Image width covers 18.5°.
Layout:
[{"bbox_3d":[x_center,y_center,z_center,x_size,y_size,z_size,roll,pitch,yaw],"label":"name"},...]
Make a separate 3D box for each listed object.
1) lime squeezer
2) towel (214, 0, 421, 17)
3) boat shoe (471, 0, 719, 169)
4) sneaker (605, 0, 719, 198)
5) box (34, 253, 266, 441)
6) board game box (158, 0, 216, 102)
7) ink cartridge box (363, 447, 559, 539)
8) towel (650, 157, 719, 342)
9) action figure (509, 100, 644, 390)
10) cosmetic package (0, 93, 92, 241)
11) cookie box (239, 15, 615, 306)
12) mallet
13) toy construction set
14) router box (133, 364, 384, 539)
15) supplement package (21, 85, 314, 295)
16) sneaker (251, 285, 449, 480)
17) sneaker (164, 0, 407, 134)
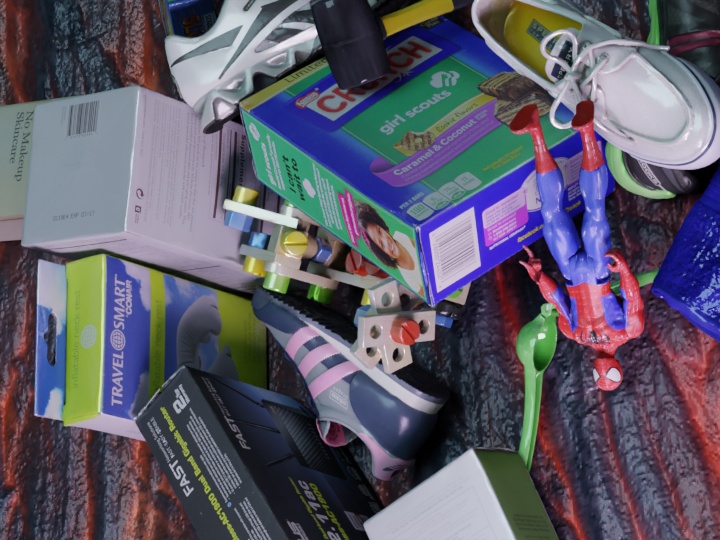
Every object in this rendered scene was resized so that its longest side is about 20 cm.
[{"bbox_3d":[0.146,0.045,1.482,0.200,0.038,0.071,-50,51,17],"label":"lime squeezer"},{"bbox_3d":[-0.035,-0.236,1.688,0.200,0.086,0.166,-40,54,25],"label":"towel"},{"bbox_3d":[0.144,-0.130,1.415,0.202,0.086,0.075,42,114,35],"label":"boat shoe"},{"bbox_3d":[0.227,-0.141,1.450,0.084,0.077,0.200,21,102,36],"label":"sneaker"},{"bbox_3d":[-0.149,0.064,1.620,0.048,0.200,0.122,-15,68,37],"label":"box"},{"bbox_3d":[-0.135,-0.202,1.702,0.034,0.200,0.135,-13,62,-5],"label":"board game box"},{"bbox_3d":[0.090,0.228,1.456,0.104,0.059,0.200,-37,63,27],"label":"ink cartridge box"},{"bbox_3d":[0.276,-0.040,1.379,0.148,0.050,0.200,32,98,35],"label":"towel"},{"bbox_3d":[0.141,-0.009,1.417,0.065,0.200,0.052,-5,31,21],"label":"action figure"},{"bbox_3d":[-0.265,-0.084,1.850,0.200,0.073,0.104,-5,74,41],"label":"cosmetic package"},{"bbox_3d":[0.044,-0.085,1.520,0.171,0.075,0.200,-32,44,-25],"label":"cookie box"},{"bbox_3d":[0.051,-0.194,1.538,0.041,0.200,0.066,-6,113,59],"label":"mallet"},{"bbox_3d":[0.000,0.000,1.553,0.200,0.131,0.092,37,105,49],"label":"toy construction set"},{"bbox_3d":[-0.051,0.165,1.540,0.062,0.150,0.200,-49,52,18],"label":"router box"},{"bbox_3d":[-0.137,-0.053,1.644,0.114,0.200,0.110,-6,74,39],"label":"supplement package"},{"bbox_3d":[-0.024,0.078,1.598,0.200,0.070,0.082,35,105,45],"label":"sneaker"},{"bbox_3d":[-0.049,-0.186,1.572,0.200,0.074,0.089,-31,84,-4],"label":"sneaker"}]
